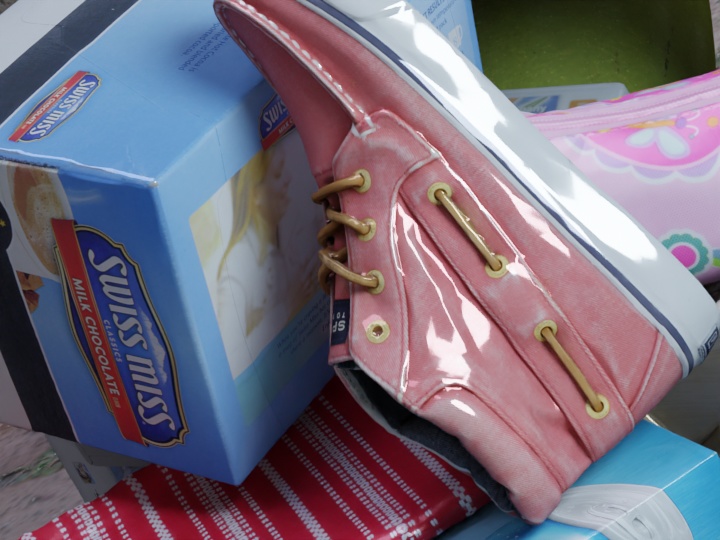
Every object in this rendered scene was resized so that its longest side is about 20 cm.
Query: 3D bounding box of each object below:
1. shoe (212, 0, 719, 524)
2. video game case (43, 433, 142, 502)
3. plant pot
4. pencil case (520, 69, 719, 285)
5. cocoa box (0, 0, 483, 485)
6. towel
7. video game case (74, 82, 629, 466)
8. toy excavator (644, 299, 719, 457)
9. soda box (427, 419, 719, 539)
[{"bbox_3d":[0.010,-0.015,0.653,0.091,0.200,0.071,-47,-5,-12],"label":"shoe"},{"bbox_3d":[-0.075,0.008,0.983,0.200,0.181,0.045,-39,18,-34],"label":"video game case"},{"bbox_3d":[0.088,-0.065,0.982,0.187,0.187,0.200,-25,31,13],"label":"plant pot"},{"bbox_3d":[0.113,-0.033,0.721,0.200,0.088,0.087,-12,19,11],"label":"pencil case"},{"bbox_3d":[-0.055,-0.042,0.775,0.131,0.134,0.200,12,42,31],"label":"cocoa box"},{"bbox_3d":[-0.037,0.082,0.725,0.200,0.023,0.145,-31,22,-6],"label":"towel"},{"bbox_3d":[0.000,0.000,0.849,0.200,0.022,0.182,-2,49,22],"label":"video game case"},{"bbox_3d":[0.164,0.024,0.648,0.200,0.195,0.100,25,50,36],"label":"toy excavator"},{"bbox_3d":[0.030,0.126,0.652,0.200,0.064,0.068,-33,16,-12],"label":"soda box"}]
